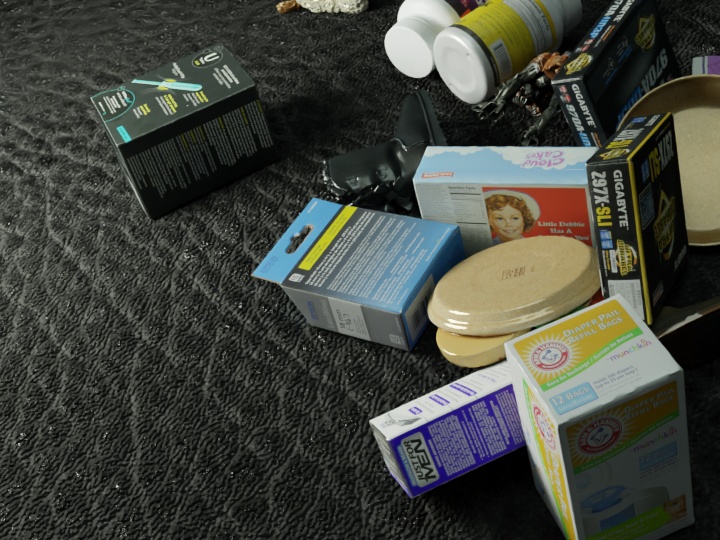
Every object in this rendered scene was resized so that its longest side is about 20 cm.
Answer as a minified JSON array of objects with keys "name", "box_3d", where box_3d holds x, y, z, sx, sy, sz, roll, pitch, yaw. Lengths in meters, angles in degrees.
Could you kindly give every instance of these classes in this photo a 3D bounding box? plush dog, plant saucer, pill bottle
[{"name":"plush dog","box_3d":[-0.078,-0.508,1.784,0.159,0.172,0.201,-15,41,3]},{"name":"plant saucer","box_3d":[0.378,-0.118,1.235,0.199,0.035,0.202,-5,73,17]},{"name":"pill bottle","box_3d":[0.205,-0.321,1.520,0.199,0.112,0.111,-35,43,-21]},{"name":"pill bottle","box_3d":[0.123,-0.365,1.599,0.111,0.112,0.200,18,52,34]}]

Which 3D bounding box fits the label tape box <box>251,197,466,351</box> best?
[{"name":"label tape box","box_3d":[0.000,0.000,1.266,0.199,0.064,0.144,13,49,31]}]

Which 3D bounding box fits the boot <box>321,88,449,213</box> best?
[{"name":"boot","box_3d":[0.030,-0.146,1.420,0.161,0.074,0.199,-18,41,4]}]

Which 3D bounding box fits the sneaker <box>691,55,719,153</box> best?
[{"name":"sneaker","box_3d":[0.450,-0.197,1.325,0.113,0.073,0.201,2,44,17]}]

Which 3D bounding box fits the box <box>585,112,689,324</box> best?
[{"name":"box","box_3d":[0.278,-0.057,1.105,0.049,0.161,0.200,-5,17,28]}]

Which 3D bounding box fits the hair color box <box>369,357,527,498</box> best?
[{"name":"hair color box","box_3d":[0.115,0.134,1.039,0.199,0.065,0.109,-22,4,-7]}]

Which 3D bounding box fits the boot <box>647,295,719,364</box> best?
[{"name":"boot","box_3d":[0.297,0.048,1.098,0.199,0.075,0.097,-27,44,-8]}]

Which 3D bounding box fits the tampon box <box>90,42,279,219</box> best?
[{"name":"tampon box","box_3d":[-0.238,-0.193,1.522,0.199,0.127,0.150,-25,41,-11]}]

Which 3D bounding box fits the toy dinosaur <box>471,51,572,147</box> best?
[{"name":"toy dinosaur","box_3d":[0.217,-0.224,1.370,0.102,0.200,0.136,39,86,24]}]

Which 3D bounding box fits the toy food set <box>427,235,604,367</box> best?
[{"name":"toy food set","box_3d":[0.166,0.023,1.158,0.197,0.049,0.200,-18,21,3]}]

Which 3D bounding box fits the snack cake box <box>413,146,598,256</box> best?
[{"name":"snack cake box","box_3d":[0.169,-0.076,1.252,0.199,0.116,0.067,3,43,22]}]

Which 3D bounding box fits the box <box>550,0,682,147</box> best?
[{"name":"box","box_3d":[0.311,-0.213,1.320,0.046,0.160,0.200,-1,39,44]}]

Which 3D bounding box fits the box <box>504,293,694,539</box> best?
[{"name":"box","box_3d":[0.202,0.137,0.932,0.112,0.201,0.102,-22,40,-6]}]
